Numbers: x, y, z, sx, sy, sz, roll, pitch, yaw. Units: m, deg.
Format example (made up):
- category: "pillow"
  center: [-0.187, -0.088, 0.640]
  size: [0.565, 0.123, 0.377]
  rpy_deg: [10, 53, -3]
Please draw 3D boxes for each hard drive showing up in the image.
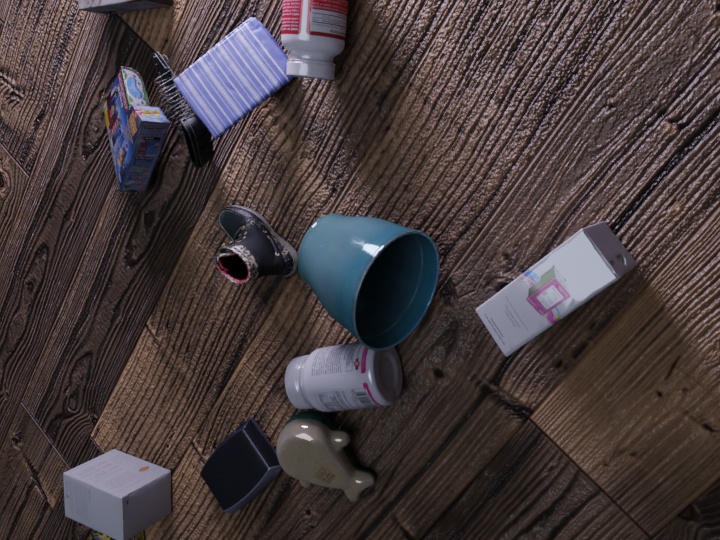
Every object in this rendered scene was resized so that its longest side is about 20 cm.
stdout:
- category: "hard drive"
  center: [-0.255, 0.415, 1.455]
  size: [0.200, 0.042, 0.136]
  rpy_deg: [-46, 75, 28]

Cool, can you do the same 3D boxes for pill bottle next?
- category: "pill bottle"
  center: [-0.033, 0.191, 1.241]
  size: [0.196, 0.113, 0.117]
  rpy_deg: [-12, 93, 31]
- category: "pill bottle"
  center: [-0.077, -0.429, 1.160]
  size: [0.110, 0.112, 0.206]
  rpy_deg: [12, 105, 28]

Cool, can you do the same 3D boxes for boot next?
- category: "boot"
  center: [-0.224, -0.051, 1.290]
  size: [0.202, 0.153, 0.075]
  rpy_deg: [38, 115, 19]

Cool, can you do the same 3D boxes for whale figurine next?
- category: "whale figurine"
  center: [-0.063, 0.347, 1.311]
  size: [0.198, 0.104, 0.160]
  rpy_deg: [34, 117, -6]

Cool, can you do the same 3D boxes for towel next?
- category: "towel"
  center: [-0.225, -0.351, 1.259]
  size: [0.199, 0.024, 0.146]
  rpy_deg: [-39, 79, -4]

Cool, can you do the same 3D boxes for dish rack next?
- category: "dish rack"
  center: [-0.349, -0.311, 1.333]
  size: [0.202, 0.054, 0.154]
  rpy_deg: [55, 163, 12]

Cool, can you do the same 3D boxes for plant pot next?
- category: "plant pot"
  center: [0.000, 0.000, 1.154]
  size: [0.186, 0.197, 0.205]
  rpy_deg: [28, 112, 40]

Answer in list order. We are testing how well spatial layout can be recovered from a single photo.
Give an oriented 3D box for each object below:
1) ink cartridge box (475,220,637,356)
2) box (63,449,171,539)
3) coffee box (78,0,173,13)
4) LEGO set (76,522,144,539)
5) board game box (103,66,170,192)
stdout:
- category: "ink cartridge box"
  center: [0.284, 0.023, 1.003]
  size: [0.199, 0.143, 0.086]
  rpy_deg: [-40, 77, 30]
- category: "box"
  center: [-0.555, 0.510, 1.588]
  size: [0.196, 0.151, 0.110]
  rpy_deg: [9, 103, 29]
- category: "coffee box"
  center: [-0.475, -0.587, 1.390]
  size: [0.196, 0.079, 0.118]
  rpy_deg: [5, 101, 30]
- category: "LEGO set"
  center: [-0.613, 0.632, 1.663]
  size: [0.196, 0.115, 0.158]
  rpy_deg: [14, 106, 28]
- category: "board game box"
  center: [-0.454, -0.295, 1.406]
  size: [0.199, 0.061, 0.205]
  rpy_deg: [-32, 68, 49]
